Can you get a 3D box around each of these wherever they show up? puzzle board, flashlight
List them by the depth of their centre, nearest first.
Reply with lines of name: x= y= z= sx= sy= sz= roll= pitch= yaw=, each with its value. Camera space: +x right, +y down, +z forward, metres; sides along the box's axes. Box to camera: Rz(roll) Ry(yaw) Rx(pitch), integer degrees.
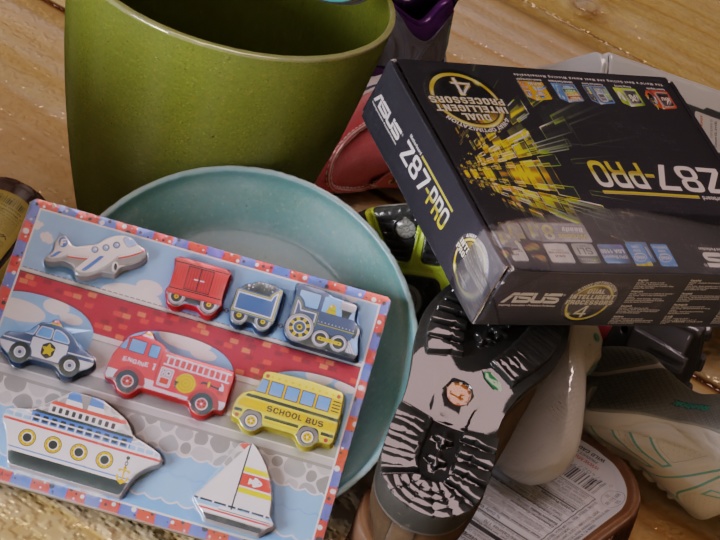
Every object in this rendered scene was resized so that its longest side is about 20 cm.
puzzle board: x=-0.098 y=0.056 z=1.153 sx=0.199 sy=0.017 sz=0.151 roll=15 pitch=70 yaw=3
flashlight: x=0.118 y=0.011 z=1.375 sx=0.199 sy=0.068 sz=0.068 roll=25 pitch=-2 yaw=22

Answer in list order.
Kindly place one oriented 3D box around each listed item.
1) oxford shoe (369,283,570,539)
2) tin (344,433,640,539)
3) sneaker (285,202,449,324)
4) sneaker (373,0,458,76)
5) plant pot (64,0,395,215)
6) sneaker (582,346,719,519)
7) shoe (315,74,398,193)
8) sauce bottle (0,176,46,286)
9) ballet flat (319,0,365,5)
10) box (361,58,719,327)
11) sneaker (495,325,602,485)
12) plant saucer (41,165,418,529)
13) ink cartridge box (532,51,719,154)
oxford shoe: x=0.049 y=0.071 z=1.153 sx=0.072 sy=0.085 sz=0.200 roll=27 pitch=48 yaw=8
tin: x=0.072 y=0.134 z=1.193 sx=0.112 sy=0.042 sz=0.200 roll=28 pitch=32 yaw=25
sneaker: x=0.000 y=0.000 z=1.260 sx=0.199 sy=0.076 sz=0.076 roll=-12 pitch=9 yaw=19
sneaker: x=-0.021 y=-0.175 z=1.590 sx=0.199 sy=0.088 sz=0.074 roll=-5 pitch=37 yaw=-33
plant pot: x=-0.096 y=-0.081 z=1.292 sx=0.186 sy=0.201 sz=0.187 roll=13 pitch=30 yaw=-8
sneaker: x=0.178 y=0.100 z=1.275 sx=0.200 sy=0.081 sz=0.070 roll=16 pitch=40 yaw=39
shoe: x=0.034 y=-0.085 z=1.488 sx=0.091 sy=0.072 sz=0.200 roll=23 pitch=26 yaw=20
sauce bottle: x=-0.225 y=0.017 z=1.202 sx=0.064 sy=0.065 sz=0.200 roll=20 pitch=30 yaw=5
ballet flat: x=-0.059 y=-0.211 z=1.259 sx=0.199 sy=0.073 sz=0.073 roll=28 pitch=32 yaw=21
box: x=0.117 y=-0.041 z=1.213 sx=0.199 sy=0.049 sz=0.162 roll=2 pitch=47 yaw=-32
sneaker: x=0.107 y=0.045 z=1.256 sx=0.088 sy=0.075 sz=0.201 roll=39 pitch=31 yaw=-36
plant saucer: x=-0.069 y=0.043 z=1.187 sx=0.199 sy=0.036 sz=0.201 roll=1 pitch=70 yaw=-3
ink cartridge box: x=0.188 y=-0.063 z=1.419 sx=0.199 sy=0.083 sz=0.146 roll=15 pitch=-11 yaw=-27
